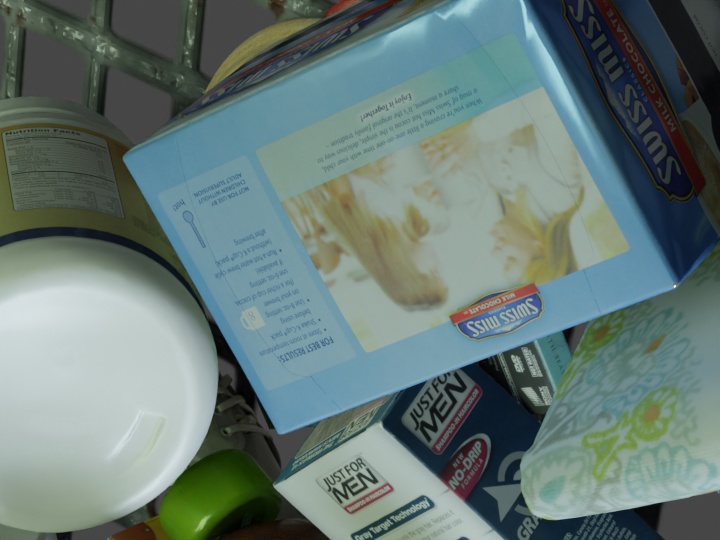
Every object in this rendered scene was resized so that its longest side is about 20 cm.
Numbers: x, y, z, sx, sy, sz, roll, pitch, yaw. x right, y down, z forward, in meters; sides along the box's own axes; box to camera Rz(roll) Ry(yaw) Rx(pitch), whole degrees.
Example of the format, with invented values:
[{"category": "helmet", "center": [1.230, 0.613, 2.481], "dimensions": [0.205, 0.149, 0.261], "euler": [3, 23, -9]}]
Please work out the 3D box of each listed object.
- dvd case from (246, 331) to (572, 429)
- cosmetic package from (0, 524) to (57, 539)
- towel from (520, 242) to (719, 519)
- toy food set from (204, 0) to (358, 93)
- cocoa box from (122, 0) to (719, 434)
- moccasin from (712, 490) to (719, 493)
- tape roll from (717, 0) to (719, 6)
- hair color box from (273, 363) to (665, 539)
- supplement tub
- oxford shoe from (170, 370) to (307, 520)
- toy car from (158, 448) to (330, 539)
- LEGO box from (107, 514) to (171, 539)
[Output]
[{"category": "dvd case", "center": [0.000, 0.000, 1.320], "dimensions": [0.200, 0.022, 0.146], "euler": [-8, 110, 48]}, {"category": "cosmetic package", "center": [-0.196, 0.238, 1.587], "dimensions": [0.107, 0.085, 0.200], "euler": [-7, 117, 17]}, {"category": "towel", "center": [0.162, 0.007, 1.150], "dimensions": [0.171, 0.200, 0.048], "euler": [-21, 120, 46]}, {"category": "toy food set", "center": [-0.006, -0.026, 1.395], "dimensions": [0.200, 0.049, 0.199], "euler": [-5, 100, 45]}, {"category": "cocoa box", "center": [0.038, -0.044, 1.148], "dimensions": [0.200, 0.131, 0.134], "euler": [-22, 101, 36]}, {"category": "moccasin", "center": [0.173, 0.048, 1.235], "dimensions": [0.200, 0.068, 0.081], "euler": [-8, 105, 46]}, {"category": "tape roll", "center": [0.093, -0.143, 1.235], "dimensions": [0.200, 0.085, 0.201], "euler": [16, 114, 41]}, {"category": "hair color box", "center": [0.070, 0.126, 1.298], "dimensions": [0.200, 0.061, 0.100], "euler": [43, 145, -9]}, {"category": "supplement tub", "center": [-0.147, 0.014, 1.397], "dimensions": [0.200, 0.144, 0.145], "euler": [-111, 26, -62]}, {"category": "oxford shoe", "center": [-0.077, 0.081, 1.491], "dimensions": [0.200, 0.075, 0.058], "euler": [41, 92, 25]}, {"category": "toy car", "center": [-0.092, 0.188, 1.336], "dimensions": [0.164, 0.200, 0.158], "euler": [49, 119, 26]}, {"category": "LEGO box", "center": [-0.042, 0.230, 1.493], "dimensions": [0.200, 0.077, 0.149], "euler": [30, 123, 34]}]
